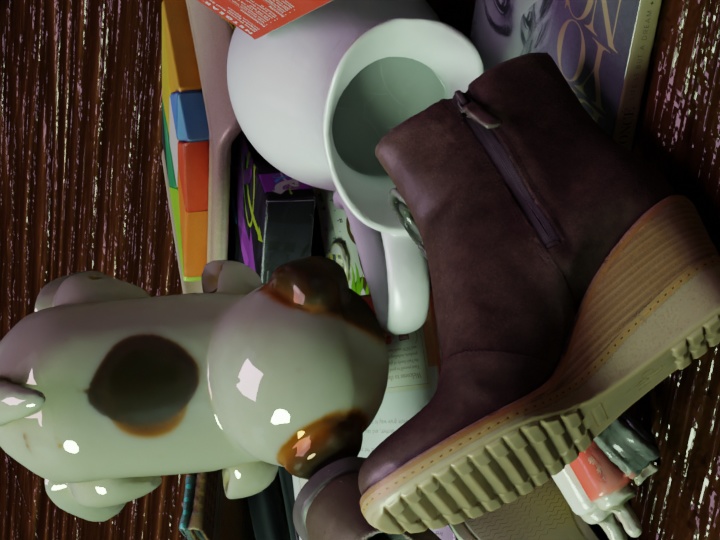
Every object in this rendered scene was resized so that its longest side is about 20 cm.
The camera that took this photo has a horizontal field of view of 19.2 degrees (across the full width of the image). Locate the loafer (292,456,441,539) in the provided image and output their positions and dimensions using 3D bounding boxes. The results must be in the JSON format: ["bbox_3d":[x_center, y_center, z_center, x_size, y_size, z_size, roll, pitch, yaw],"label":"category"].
[{"bbox_3d":[0.039,0.182,1.053,0.200,0.073,0.071,47,-177,-22],"label":"loafer"}]

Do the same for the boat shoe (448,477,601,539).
[{"bbox_3d":[0.086,0.146,1.046,0.200,0.072,0.068,53,154,33],"label":"boat shoe"}]

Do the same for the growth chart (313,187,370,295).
[{"bbox_3d":[0.000,0.000,1.287,0.145,0.018,0.201,163,97,-67],"label":"growth chart"}]

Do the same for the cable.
[{"bbox_3d":[0.073,0.043,0.992,0.200,0.050,0.097,49,177,1],"label":"cable"}]

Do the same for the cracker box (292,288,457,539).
[{"bbox_3d":[0.023,0.112,1.170,0.134,0.058,0.201,-5,91,49],"label":"cracker box"}]

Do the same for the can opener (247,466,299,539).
[{"bbox_3d":[-0.040,0.199,1.348,0.063,0.079,0.201,-3,91,29],"label":"can opener"}]

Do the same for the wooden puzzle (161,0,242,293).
[{"bbox_3d":[-0.108,-0.088,1.373,0.200,0.037,0.185,103,161,-47],"label":"wooden puzzle"}]

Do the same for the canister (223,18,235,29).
[{"bbox_3d":[-0.059,-0.261,1.270,0.149,0.086,0.200,113,145,-48],"label":"canister"}]

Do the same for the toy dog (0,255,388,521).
[{"bbox_3d":[-0.080,0.050,1.106,0.194,0.199,0.140,29,-122,-64],"label":"toy dog"}]

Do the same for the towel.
[{"bbox_3d":[-0.085,0.129,1.366,0.200,0.022,0.147,71,-160,-64],"label":"towel"}]

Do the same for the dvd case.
[{"bbox_3d":[0.099,-0.142,1.018,0.149,0.016,0.200,-127,37,-50],"label":"dvd case"}]

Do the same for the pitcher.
[{"bbox_3d":[-0.001,-0.071,1.124,0.200,0.121,0.172,-131,39,-66],"label":"pitcher"}]

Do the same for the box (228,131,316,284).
[{"bbox_3d":[-0.067,-0.033,1.360,0.200,0.036,0.143,-110,21,-57],"label":"box"}]

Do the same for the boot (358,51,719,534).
[{"bbox_3d":[0.051,0.008,0.947,0.166,0.200,0.072,52,169,28],"label":"boot"}]

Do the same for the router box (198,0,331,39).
[{"bbox_3d":[0.006,-0.220,1.033,0.200,0.049,0.179,-62,18,-16],"label":"router box"}]
